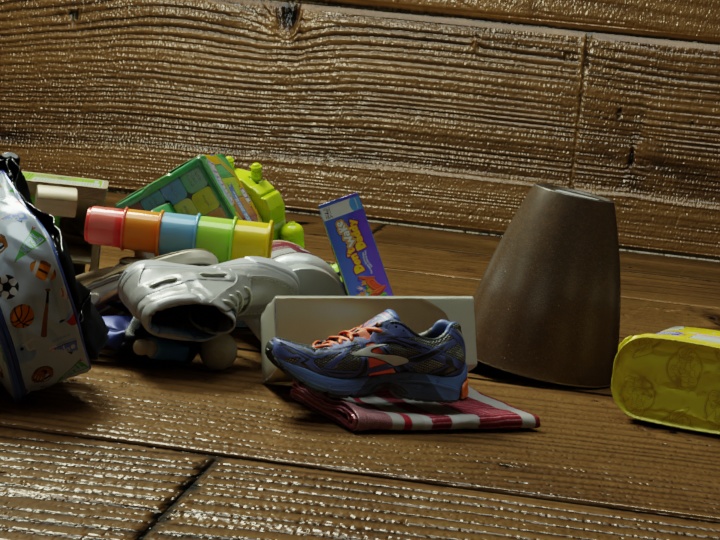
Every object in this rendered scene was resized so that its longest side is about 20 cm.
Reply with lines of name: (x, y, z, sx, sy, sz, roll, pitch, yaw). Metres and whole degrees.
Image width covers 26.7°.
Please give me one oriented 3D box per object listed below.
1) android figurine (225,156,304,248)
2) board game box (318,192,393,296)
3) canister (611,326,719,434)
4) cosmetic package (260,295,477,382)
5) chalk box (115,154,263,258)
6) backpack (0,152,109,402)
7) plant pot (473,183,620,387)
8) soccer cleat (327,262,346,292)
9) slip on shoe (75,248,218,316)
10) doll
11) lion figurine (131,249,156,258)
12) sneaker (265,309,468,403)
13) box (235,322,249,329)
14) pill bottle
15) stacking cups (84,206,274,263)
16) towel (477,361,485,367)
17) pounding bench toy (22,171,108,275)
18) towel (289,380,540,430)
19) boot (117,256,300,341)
android figurine: (-0.149, -0.047, 1.952, 0.181, 0.202, 0.041, 13, 27, 33)
board game box: (0.000, 0.000, 1.657, 0.044, 0.135, 0.200, -19, -7, -1)
canister: (0.353, 0.109, 1.572, 0.147, 0.087, 0.200, 9, 5, 21)
cosmetic package: (0.006, 0.068, 1.489, 0.198, 0.072, 0.105, 0, -12, -11)
chalk box: (-0.201, -0.057, 1.807, 0.123, 0.125, 0.200, -29, 3, 7)
backpack: (-0.311, 0.019, 1.322, 0.154, 0.201, 0.190, -31, 31, -22)
plant pot: (0.221, 0.009, 1.724, 0.185, 0.202, 0.187, 12, 10, -2)
soccer cleat: (-0.015, 0.026, 1.859, 0.067, 0.081, 0.200, -37, 5, -16)
slip on shoe: (-0.237, 0.010, 1.609, 0.199, 0.061, 0.076, -25, -35, 28)
doll: (-0.223, 0.067, 1.549, 0.198, 0.049, 0.136, 7, 11, 4)
lion figurine: (-0.208, 0.040, 1.670, 0.199, 0.123, 0.072, 28, 25, 27)
sneaker: (0.008, 0.073, 1.390, 0.199, 0.079, 0.075, 5, 7, -22)
box: (-0.220, 0.036, 1.884, 0.136, 0.038, 0.200, 2, 7, -29)
pill bottle: (-0.079, 0.032, 1.713, 0.113, 0.115, 0.200, 4, 7, -13)
stacking cups: (-0.194, -0.033, 1.624, 0.198, 0.061, 0.061, 5, 6, 1)
towel: (0.068, 0.085, 1.800, 0.199, 0.022, 0.146, 9, 8, 27)
pounding bench toy: (-0.365, -0.027, 1.777, 0.123, 0.157, 0.200, 6, 6, -10)
towel: (0.050, 0.125, 1.426, 0.199, 0.023, 0.144, 3, 8, -28)
boot: (-0.139, 0.037, 1.526, 0.199, 0.074, 0.096, -1, 29, -28)
